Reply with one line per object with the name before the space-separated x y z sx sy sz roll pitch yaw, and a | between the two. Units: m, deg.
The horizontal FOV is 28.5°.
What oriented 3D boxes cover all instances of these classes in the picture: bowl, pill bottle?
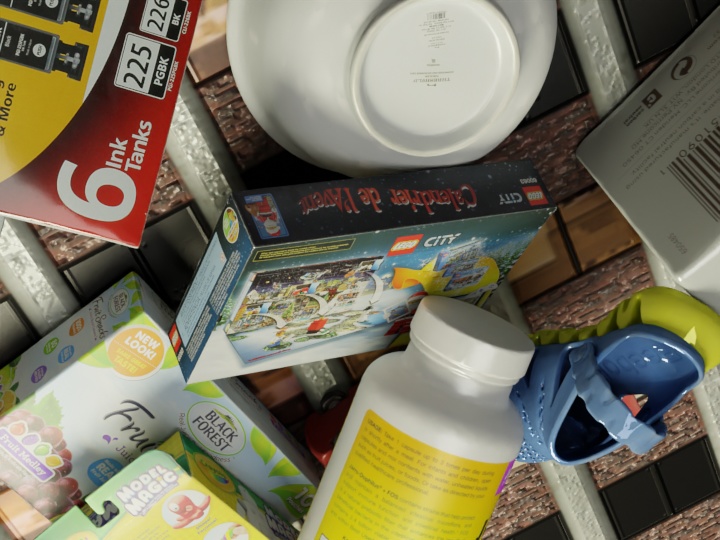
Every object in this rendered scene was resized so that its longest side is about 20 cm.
bowl | 0.030 -0.125 0.789 0.199 0.091 0.203 -8 123 -13
pill bottle | 0.033 0.121 0.847 0.103 0.104 0.202 15 105 -24

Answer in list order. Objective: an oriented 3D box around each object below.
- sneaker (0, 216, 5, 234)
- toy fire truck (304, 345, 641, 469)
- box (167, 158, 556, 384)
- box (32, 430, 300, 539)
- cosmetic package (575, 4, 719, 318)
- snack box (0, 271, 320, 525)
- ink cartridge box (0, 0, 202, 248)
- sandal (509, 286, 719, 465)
sneaker | -0.231 -0.041 0.776 0.070 0.073 0.202 15 105 -22
toy fire truck | 0.077 0.100 0.962 0.199 0.049 0.141 -35 123 5
box | 0.000 0.000 0.825 0.198 0.038 0.137 -8 148 -30
box | -0.109 0.186 0.896 0.117 0.048 0.200 -37 129 7
cosmetic package | 0.273 -0.039 0.869 0.165 0.165 0.200 -44 122 12
snack box | -0.134 0.115 0.904 0.142 0.053 0.200 -37 125 5
ink cartridge box | -0.172 -0.131 0.687 0.174 0.084 0.202 13 93 -23
sandal | 0.129 0.079 0.839 0.079 0.087 0.200 37 148 -6
